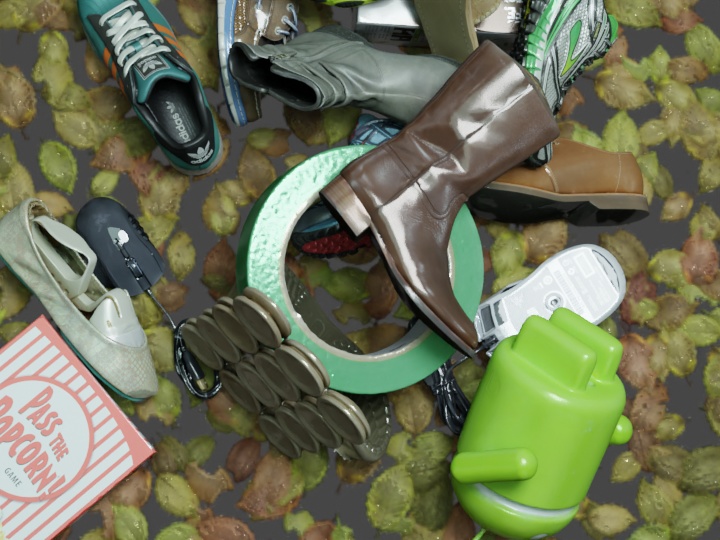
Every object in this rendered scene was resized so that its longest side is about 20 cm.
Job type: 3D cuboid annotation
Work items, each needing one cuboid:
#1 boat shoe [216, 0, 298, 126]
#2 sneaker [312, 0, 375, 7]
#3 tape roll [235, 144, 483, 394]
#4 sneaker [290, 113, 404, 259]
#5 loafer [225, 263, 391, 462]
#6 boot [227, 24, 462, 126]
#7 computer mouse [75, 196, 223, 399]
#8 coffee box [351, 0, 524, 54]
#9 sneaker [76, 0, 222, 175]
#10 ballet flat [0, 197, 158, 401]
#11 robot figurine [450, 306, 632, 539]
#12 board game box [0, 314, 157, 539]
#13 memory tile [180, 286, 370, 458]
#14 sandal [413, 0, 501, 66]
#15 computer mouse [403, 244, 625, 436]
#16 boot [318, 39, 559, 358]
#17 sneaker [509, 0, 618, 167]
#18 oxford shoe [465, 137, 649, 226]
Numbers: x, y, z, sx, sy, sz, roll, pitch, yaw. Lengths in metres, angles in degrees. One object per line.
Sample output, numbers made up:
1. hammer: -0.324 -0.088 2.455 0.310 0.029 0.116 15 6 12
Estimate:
1. boat shoe: -0.090 -0.225 1.395 0.072 0.072 0.201 -3 81 -3
2. sneaker: -0.057 -0.278 1.339 0.199 0.074 0.084 15 74 5
3. tape roll: 0.000 0.000 1.303 0.199 0.048 0.202 1 86 -17
4. sneaker: 0.014 -0.086 1.392 0.199 0.079 0.096 -31 72 -15
5. loafer: -0.046 0.080 1.357 0.201 0.067 0.076 57 37 -6
6. boot: -0.004 -0.146 1.312 0.199 0.130 0.068 23 117 29
7. computer mouse: -0.179 0.023 1.372 0.058 0.034 0.200 -36 86 -9
8. coffee box: 0.095 -0.255 1.410 0.199 0.080 0.115 5 84 -4
9. sneaker: -0.180 -0.178 1.377 0.071 0.080 0.201 -33 85 -8
10. ballet flat: -0.232 0.022 1.345 0.200 0.067 0.062 47 117 4
11. robot figurine: 0.144 0.134 1.315 0.115 0.175 0.201 32 115 29
12. board game box: -0.293 0.159 1.335 0.200 0.046 0.152 -41 86 -9
13. memory tile: -0.071 0.085 1.280 0.017 0.200 0.153 -44 98 -22
14. sandal: 0.088 -0.230 1.333 0.069 0.077 0.213 -30 124 -35
15. computer mouse: 0.140 0.050 1.389 0.199 0.044 0.110 -29 80 -2
16. boot: 0.096 -0.059 1.264 0.200 0.064 0.187 -40 95 -7
17. sneaker: 0.171 -0.183 1.332 0.085 0.078 0.201 14 91 -5
18. oxford shoe: 0.156 -0.081 1.386 0.199 0.071 0.072 2 75 -26
